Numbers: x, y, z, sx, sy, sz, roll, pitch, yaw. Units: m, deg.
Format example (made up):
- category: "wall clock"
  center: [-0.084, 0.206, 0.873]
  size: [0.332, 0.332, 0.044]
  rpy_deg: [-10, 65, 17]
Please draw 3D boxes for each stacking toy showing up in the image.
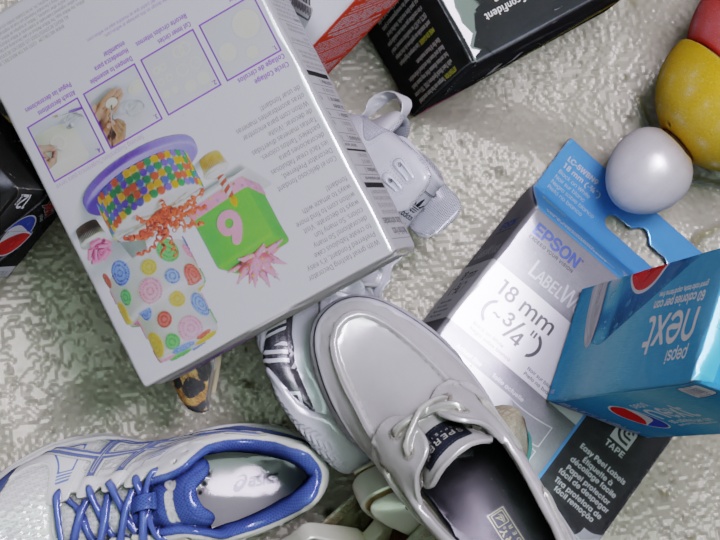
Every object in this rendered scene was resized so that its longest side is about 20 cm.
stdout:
- category: "stacking toy"
  center: [0.223, -0.105, 1.023]
  size: [0.200, 0.146, 0.146]
  rpy_deg: [-44, 93, 0]

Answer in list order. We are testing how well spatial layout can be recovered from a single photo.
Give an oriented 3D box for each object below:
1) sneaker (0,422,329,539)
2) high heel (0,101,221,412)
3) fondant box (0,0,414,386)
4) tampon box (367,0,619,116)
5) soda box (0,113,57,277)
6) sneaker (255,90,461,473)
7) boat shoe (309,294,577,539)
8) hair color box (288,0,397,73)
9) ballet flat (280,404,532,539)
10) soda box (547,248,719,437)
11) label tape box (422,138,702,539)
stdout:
- category: "sneaker"
  center: [-0.113, 0.116, 0.925]
  size: [0.199, 0.088, 0.076]
  rpy_deg: [-14, 87, -13]
- category: "high heel"
  center: [-0.149, -0.015, 0.941]
  size: [0.141, 0.071, 0.201]
  rpy_deg: [-4, 70, -16]
- category: "fondant box"
  center: [-0.083, -0.065, 0.875]
  size: [0.144, 0.058, 0.201]
  rpy_deg: [-28, 85, 12]
- category: "tampon box"
  center: [0.057, -0.218, 0.990]
  size: [0.149, 0.126, 0.201]
  rpy_deg: [-29, 89, -16]
- category: "soda box"
  center: [-0.243, -0.085, 0.902]
  size: [0.200, 0.071, 0.063]
  rpy_deg: [44, 103, 12]
- category: "sneaker"
  center: [0.000, 0.000, 0.939]
  size: [0.114, 0.075, 0.201]
  rpy_deg: [-22, 69, 13]
- category: "boat shoe"
  center: [0.042, 0.090, 0.853]
  size: [0.072, 0.066, 0.201]
  rpy_deg: [-31, 75, -5]
- category: "hair color box"
  center: [-0.033, -0.173, 0.919]
  size: [0.064, 0.200, 0.111]
  rpy_deg: [-29, 82, -42]
- category: "ballet flat"
  center: [0.005, 0.138, 0.913]
  size: [0.200, 0.068, 0.062]
  rpy_deg: [-46, 128, 12]
- category: "soda box"
  center: [0.160, 0.040, 0.872]
  size: [0.064, 0.200, 0.068]
  rpy_deg: [21, 79, -10]
- category: "label tape box"
  center: [0.123, 0.037, 1.001]
  size: [0.144, 0.063, 0.200]
  rpy_deg: [40, 76, -5]
